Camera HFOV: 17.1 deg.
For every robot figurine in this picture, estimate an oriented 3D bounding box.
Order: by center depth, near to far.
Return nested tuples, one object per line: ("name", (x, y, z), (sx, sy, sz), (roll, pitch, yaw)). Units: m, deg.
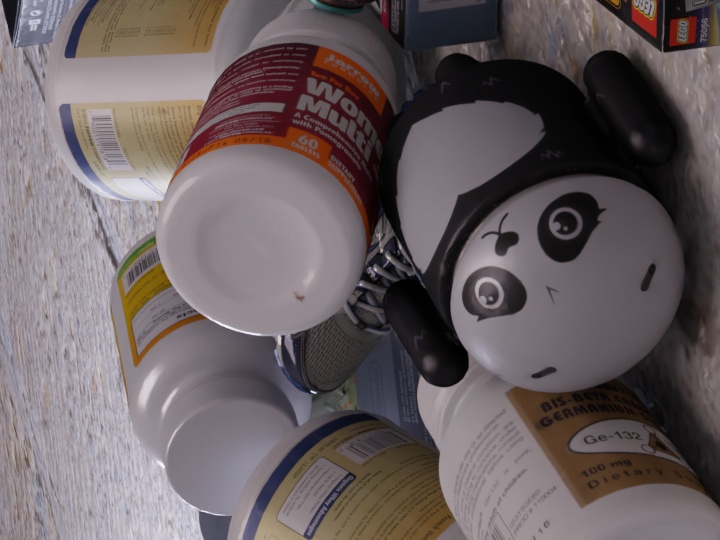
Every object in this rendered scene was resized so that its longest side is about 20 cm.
("robot figurine", (0.081, -0.028, 1.201), (0.200, 0.125, 0.150), (-118, 25, -49))

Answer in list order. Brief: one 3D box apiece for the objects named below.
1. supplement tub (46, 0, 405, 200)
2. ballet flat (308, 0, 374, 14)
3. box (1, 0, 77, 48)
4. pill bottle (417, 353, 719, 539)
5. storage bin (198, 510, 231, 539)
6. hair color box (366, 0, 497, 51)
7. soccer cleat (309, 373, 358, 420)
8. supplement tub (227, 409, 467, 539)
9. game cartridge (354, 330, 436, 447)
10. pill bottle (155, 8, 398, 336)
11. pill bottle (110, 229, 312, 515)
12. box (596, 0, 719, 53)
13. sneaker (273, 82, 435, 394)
("supplement tub", (-0.086, -0.117, 1.539), (0.200, 0.144, 0.145), (2, 103, 35))
("ballet flat", (-0.037, -0.213, 1.408), (0.200, 0.069, 0.071), (46, 125, 56))
("box", (-0.185, -0.293, 1.819), (0.124, 0.196, 0.200), (117, 141, -65))
("pill bottle", (0.104, 0.109, 1.218), (0.200, 0.114, 0.115), (-122, 28, -53))
("storage bin", (-0.039, 0.142, 1.677), (0.200, 0.134, 0.146), (102, 154, -48))
("hair color box", (0.020, -0.216, 1.418), (0.200, 0.061, 0.099), (-124, 29, -56))
("soccer cleat", (-0.028, 0.087, 1.561), (0.200, 0.077, 0.069), (-88, -2, -47))
("supplement tub", (0.036, 0.177, 1.348), (0.200, 0.144, 0.145), (27, 128, 42))
("game cartridge", (0.050, 0.079, 1.447), (0.133, 0.040, 0.200), (4, 104, 48))
("pill bottle", (-0.037, -0.059, 1.289), (0.200, 0.109, 0.110), (-74, -13, -58))
("pill bottle", (-0.090, 0.061, 1.471), (0.200, 0.111, 0.111), (-110, 18, -59))
("box", (0.118, -0.201, 1.132), (0.200, 0.040, 0.137), (-128, 32, -58))
("sneaker", (0.022, -0.014, 1.365), (0.085, 0.077, 0.200), (30, 89, 51))
